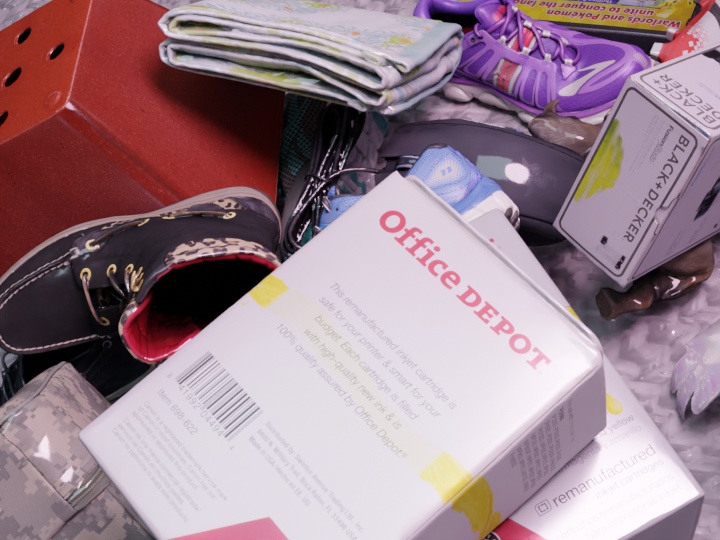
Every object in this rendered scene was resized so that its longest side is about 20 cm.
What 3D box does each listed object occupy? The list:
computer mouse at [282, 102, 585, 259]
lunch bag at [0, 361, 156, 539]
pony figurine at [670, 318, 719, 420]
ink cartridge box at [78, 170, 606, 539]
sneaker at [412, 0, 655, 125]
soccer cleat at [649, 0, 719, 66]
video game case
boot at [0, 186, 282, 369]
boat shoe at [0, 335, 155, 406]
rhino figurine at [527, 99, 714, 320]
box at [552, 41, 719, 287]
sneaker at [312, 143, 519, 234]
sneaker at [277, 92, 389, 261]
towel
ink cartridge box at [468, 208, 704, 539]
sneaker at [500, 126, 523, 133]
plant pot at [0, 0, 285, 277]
[{"bbox_3d":[0.040,-0.038,0.826,0.199,0.046,0.141,15,77,21],"label":"computer mouse"},{"bbox_3d":[-0.189,0.179,0.743,0.200,0.168,0.139,-43,5,3],"label":"lunch bag"},{"bbox_3d":[0.265,0.044,0.702,0.193,0.200,0.167,-38,55,9],"label":"pony figurine"},{"bbox_3d":[-0.003,0.074,0.603,0.200,0.084,0.145,-40,61,-11],"label":"ink cartridge box"},{"bbox_3d":[0.121,-0.163,0.971,0.199,0.084,0.081,15,60,29],"label":"sneaker"},{"bbox_3d":[0.250,-0.139,0.893,0.085,0.069,0.200,23,48,18],"label":"soccer cleat"},{"bbox_3d":[0.195,-0.251,1.052,0.199,0.026,0.181,11,57,27],"label":"video game case"},{"bbox_3d":[-0.134,0.015,0.777,0.199,0.073,0.151,-18,18,-5],"label":"boot"},{"bbox_3d":[-0.223,0.082,0.903,0.200,0.062,0.075,-31,41,17],"label":"boat shoe"},{"bbox_3d":[0.169,-0.052,0.876,0.087,0.060,0.200,-7,45,-16],"label":"rhino figurine"},{"bbox_3d":[0.216,-0.078,0.785,0.200,0.117,0.060,-25,59,-40],"label":"box"},{"bbox_3d":[0.000,0.000,0.793,0.200,0.078,0.089,-40,66,13],"label":"sneaker"},{"bbox_3d":[-0.038,-0.073,0.979,0.091,0.078,0.201,-13,43,29],"label":"sneaker"},{"bbox_3d":[-0.028,-0.158,0.898,0.170,0.048,0.200,15,19,12],"label":"towel"},{"bbox_3d":[0.066,0.101,0.710,0.145,0.145,0.200,-27,58,-9],"label":"ink cartridge box"},{"bbox_3d":[0.054,-0.006,0.889,0.076,0.077,0.200,39,83,-7],"label":"sneaker"},{"bbox_3d":[-0.190,-0.085,0.932,0.199,0.176,0.200,-22,45,27],"label":"plant pot"}]
